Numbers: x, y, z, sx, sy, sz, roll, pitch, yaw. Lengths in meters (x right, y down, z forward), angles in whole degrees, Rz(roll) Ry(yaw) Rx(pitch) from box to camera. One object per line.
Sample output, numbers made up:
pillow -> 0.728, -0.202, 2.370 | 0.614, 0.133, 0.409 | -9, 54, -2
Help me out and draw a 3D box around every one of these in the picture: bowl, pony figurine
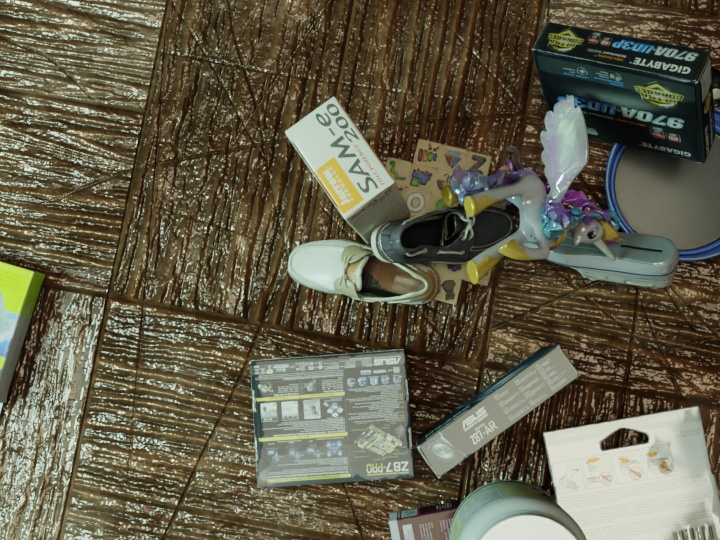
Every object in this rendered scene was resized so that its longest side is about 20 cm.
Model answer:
bowl -> 0.408, -0.110, 1.220 | 0.200, 0.039, 0.201 | 0, 85, 3
pony figurine -> 0.203, -0.087, 1.145 | 0.199, 0.167, 0.194 | -11, 72, -21

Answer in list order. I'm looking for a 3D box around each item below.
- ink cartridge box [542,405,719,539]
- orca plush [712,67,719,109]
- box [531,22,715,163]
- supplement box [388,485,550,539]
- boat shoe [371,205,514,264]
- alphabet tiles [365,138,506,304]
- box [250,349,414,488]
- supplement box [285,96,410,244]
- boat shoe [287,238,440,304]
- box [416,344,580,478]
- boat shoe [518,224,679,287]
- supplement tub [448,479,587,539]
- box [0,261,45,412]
ink cartridge box -> 0.333, 0.269, 1.187 | 0.199, 0.044, 0.174 | -10, 83, 3
orca plush -> 0.369, -0.257, 1.201 | 0.199, 0.071, 0.105 | 24, 48, 18
box -> 0.313, -0.210, 1.140 | 0.199, 0.159, 0.046 | 20, 71, 30
supplement box -> 0.142, 0.337, 1.184 | 0.199, 0.061, 0.109 | -11, 84, 3
boat shoe -> 0.114, -0.043, 1.184 | 0.199, 0.063, 0.073 | -8, 90, -25
alphabet tiles -> 0.100, -0.064, 1.252 | 0.166, 0.006, 0.201 | 14, 85, 4
box -> -0.035, 0.186, 1.216 | 0.199, 0.049, 0.162 | -5, 83, 3
supplement box -> -0.009, -0.114, 1.162 | 0.073, 0.200, 0.126 | -35, 80, 3
boat shoe -> 0.000, 0.000, 1.216 | 0.199, 0.068, 0.075 | 7, 90, 11
box -> 0.159, 0.165, 1.150 | 0.200, 0.160, 0.044 | -36, 83, 1
boat shoe -> 0.292, -0.015, 1.201 | 0.199, 0.067, 0.074 | 17, 55, 28
supplement tub -> 0.172, 0.313, 1.054 | 0.144, 0.200, 0.146 | 0, 85, 2
box -> -0.502, 0.083, 1.256 | 0.121, 0.048, 0.201 | 16, 85, 5
